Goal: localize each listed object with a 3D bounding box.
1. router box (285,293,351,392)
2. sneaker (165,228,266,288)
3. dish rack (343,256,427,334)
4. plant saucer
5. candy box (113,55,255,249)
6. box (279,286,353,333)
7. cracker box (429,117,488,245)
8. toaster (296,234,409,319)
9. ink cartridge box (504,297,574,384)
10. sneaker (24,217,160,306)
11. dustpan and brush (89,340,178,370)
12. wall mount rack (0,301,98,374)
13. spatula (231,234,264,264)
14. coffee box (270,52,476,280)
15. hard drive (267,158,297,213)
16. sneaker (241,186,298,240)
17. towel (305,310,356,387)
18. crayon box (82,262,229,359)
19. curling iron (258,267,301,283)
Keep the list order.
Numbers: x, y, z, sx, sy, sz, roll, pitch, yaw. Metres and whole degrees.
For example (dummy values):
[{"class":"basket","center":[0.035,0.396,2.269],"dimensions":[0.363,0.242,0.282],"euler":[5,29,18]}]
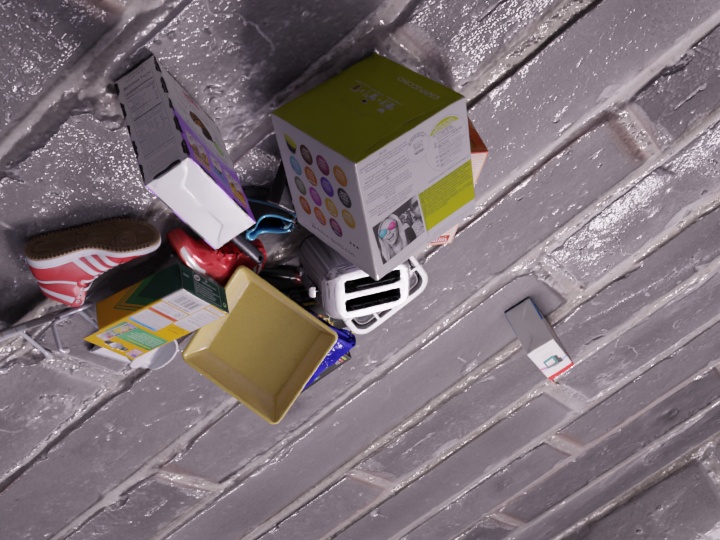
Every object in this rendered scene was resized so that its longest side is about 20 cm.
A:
[{"class":"router box","center":[-0.128,0.142,1.770],"dimensions":[0.149,0.063,0.200],"euler":[-34,143,12]},{"class":"sneaker","center":[-0.225,-0.035,1.585],"dimensions":[0.115,0.079,0.200],"euler":[-39,150,-2]},{"class":"dish rack","center":[0.010,0.002,1.735],"dimensions":[0.171,0.044,0.201],"euler":[-36,128,3]},{"class":"plant saucer","center":[-0.163,0.118,1.624],"dimensions":[0.199,0.049,0.201],"euler":[35,108,-2]},{"class":"candy box","center":[-0.232,-0.155,1.304],"dimensions":[0.071,0.202,0.168],"euler":[-31,144,8]},{"class":"box","center":[-0.103,0.096,1.824],"dimensions":[0.197,0.050,0.161],"euler":[-8,142,-23]},{"class":"cracker box","center":[0.125,-0.158,1.571],"dimensions":[0.057,0.135,0.202],"euler":[-7,140,-23]},{"class":"toaster","center":[0.000,0.000,1.622],"dimensions":[0.197,0.130,0.115],"euler":[-11,125,-16]},{"class":"ink cartridge box","center":[0.394,0.157,2.138],"dimensions":[0.067,0.117,0.200],"euler":[-33,144,11]},{"class":"sneaker","center":[-0.397,-0.010,1.495],"dimensions":[0.196,0.072,0.114],"euler":[-8,138,-10]},{"class":"dustpan and brush","center":[-0.350,0.117,1.690],"dimensions":[0.200,0.058,0.139],"euler":[-42,141,21]},{"class":"wall mount rack","center":[-0.494,0.107,1.571],"dimensions":[0.197,0.076,0.174],"euler":[-18,-176,11]},{"class":"spatula","center":[-0.215,-0.068,1.529],"dimensions":[0.200,0.020,0.057],"euler":[42,68,-35]},{"class":"coffee box","center":[0.022,-0.153,1.385],"dimensions":[0.199,0.199,0.200],"euler":[-33,134,-23]},{"class":"hard drive","center":[-0.043,-0.139,1.521],"dimensions":[0.198,0.038,0.142],"euler":[20,91,-44]},{"class":"sneaker","center":[-0.106,-0.094,1.556],"dimensions":[0.197,0.083,0.074],"euler":[-15,141,-16]},{"class":"towel","center":[-0.113,0.163,1.711],"dimensions":[0.199,0.050,0.147],"euler":[-41,140,18]},{"class":"crayon box","center":[-0.324,0.066,1.554],"dimensions":[0.198,0.052,0.125],"euler":[-25,150,18]},{"class":"curling iron","center":[-0.114,0.001,1.720],"dimensions":[0.197,0.026,0.050],"euler":[2,120,-28]}]
